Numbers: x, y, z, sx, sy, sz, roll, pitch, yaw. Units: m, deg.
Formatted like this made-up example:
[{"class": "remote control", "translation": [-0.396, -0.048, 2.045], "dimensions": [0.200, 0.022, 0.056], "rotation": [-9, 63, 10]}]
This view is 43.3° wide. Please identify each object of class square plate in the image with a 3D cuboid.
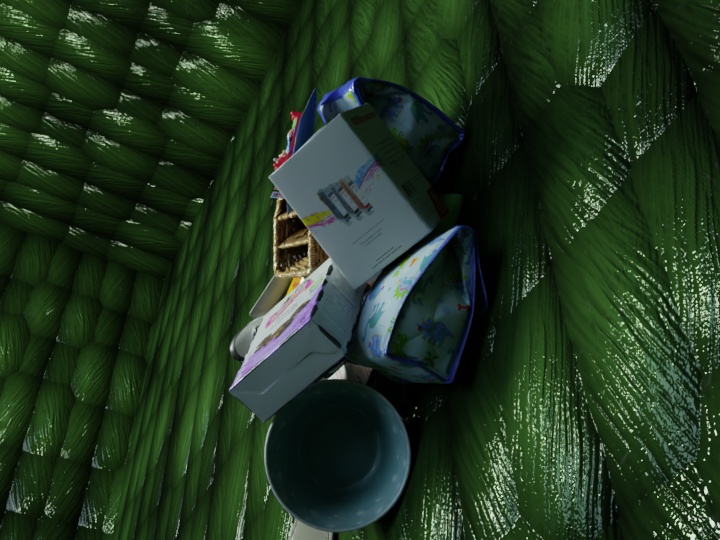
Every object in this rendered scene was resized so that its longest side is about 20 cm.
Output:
[{"class": "square plate", "translation": [-0.123, 0.029, 1.756], "dimensions": [0.201, 0.028, 0.198], "rotation": [-55, -18, -6]}]

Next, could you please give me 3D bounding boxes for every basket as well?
[{"class": "basket", "translation": [-0.093, -0.083, 1.548], "dimensions": [0.148, 0.144, 0.200], "rotation": [-34, 12, -19]}]

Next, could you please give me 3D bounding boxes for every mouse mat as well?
[{"class": "mouse mat", "translation": [0.101, -0.027, 1.410], "dimensions": [0.202, 0.007, 0.161], "rotation": [-70, 18, -1]}]

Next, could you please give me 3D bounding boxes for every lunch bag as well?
[{"class": "lunch bag", "translation": [0.036, -0.222, 1.443], "dimensions": [0.128, 0.199, 0.170], "rotation": [-56, 17, -14]}, {"class": "lunch bag", "translation": [0.080, 0.044, 1.211], "dimensions": [0.170, 0.126, 0.202], "rotation": [-18, 50, 67]}]

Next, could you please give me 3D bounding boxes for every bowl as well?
[{"class": "bowl", "translation": [-0.031, 0.252, 1.264], "dimensions": [0.105, 0.198, 0.203], "rotation": [98, -169, -85]}]

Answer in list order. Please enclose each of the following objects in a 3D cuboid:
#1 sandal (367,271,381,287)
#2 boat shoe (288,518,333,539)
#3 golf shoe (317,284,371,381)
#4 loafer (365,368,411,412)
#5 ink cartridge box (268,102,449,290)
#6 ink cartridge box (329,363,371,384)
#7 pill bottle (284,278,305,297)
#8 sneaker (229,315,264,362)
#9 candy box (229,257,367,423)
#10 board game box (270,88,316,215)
[{"class": "sandal", "translation": [-0.004, -0.003, 1.433], "dimensions": [0.079, 0.059, 0.209], "rotation": [35, 145, 60]}, {"class": "boat shoe", "translation": [-0.073, 0.403, 1.421], "dimensions": [0.201, 0.072, 0.063], "rotation": [-102, -6, -49]}, {"class": "golf shoe", "translation": [-0.024, 0.118, 1.384], "dimensions": [0.200, 0.095, 0.078], "rotation": [-46, 49, -4]}, {"class": "loafer", "translation": [0.045, 0.104, 1.325], "dimensions": [0.073, 0.070, 0.203], "rotation": [136, 147, -60]}, {"class": "ink cartridge box", "translation": [0.001, -0.108, 1.269], "dimensions": [0.144, 0.201, 0.145], "rotation": [-36, 2, 22]}, {"class": "ink cartridge box", "translation": [-0.021, 0.210, 1.419], "dimensions": [0.202, 0.066, 0.116], "rotation": [-65, 19, 14]}, {"class": "pill bottle", "translation": [-0.097, 0.085, 1.689], "dimensions": [0.202, 0.110, 0.111], "rotation": [-64, 20, 19]}, {"class": "sneaker", "translation": [-0.138, 0.097, 1.575], "dimensions": [0.079, 0.198, 0.075], "rotation": [70, 176, -75]}, {"class": "candy box", "translation": [-0.082, 0.088, 1.260], "dimensions": [0.167, 0.071, 0.201], "rotation": [-41, 14, 24]}, {"class": "board game box", "translation": [-0.107, -0.190, 1.409], "dimensions": [0.201, 0.038, 0.160], "rotation": [-76, -4, -55]}]
